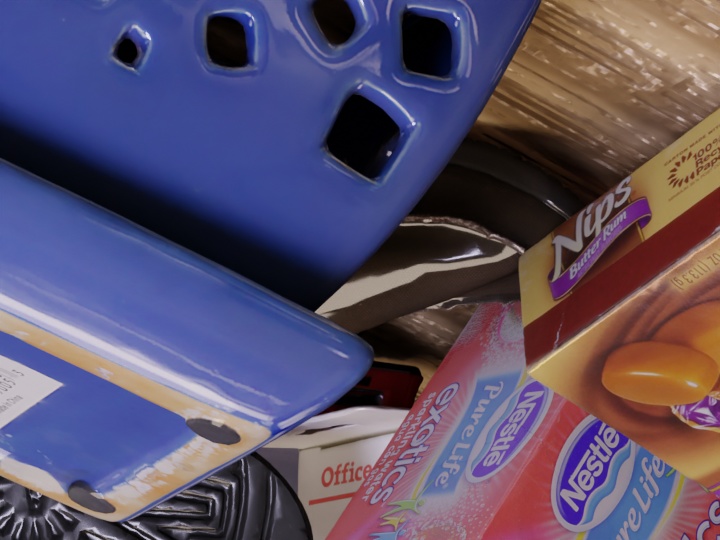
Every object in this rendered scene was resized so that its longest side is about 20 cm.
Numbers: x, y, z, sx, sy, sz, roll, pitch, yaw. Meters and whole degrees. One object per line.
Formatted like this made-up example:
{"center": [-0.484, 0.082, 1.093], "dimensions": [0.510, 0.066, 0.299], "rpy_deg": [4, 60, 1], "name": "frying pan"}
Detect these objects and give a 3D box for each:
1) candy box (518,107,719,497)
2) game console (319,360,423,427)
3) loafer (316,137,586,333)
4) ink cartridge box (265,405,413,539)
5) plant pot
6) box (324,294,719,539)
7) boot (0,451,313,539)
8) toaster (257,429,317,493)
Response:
{"center": [0.162, 0.031, 0.869], "dimensions": [0.200, 0.057, 0.117], "rpy_deg": [31, 128, -29], "name": "candy box"}
{"center": [-0.088, 0.034, 1.065], "dimensions": [0.176, 0.031, 0.200], "rpy_deg": [11, 179, 32], "name": "game console"}
{"center": [0.000, 0.000, 0.955], "dimensions": [0.199, 0.072, 0.073], "rpy_deg": [-1, 150, 40], "name": "loafer"}
{"center": [0.053, 0.098, 1.047], "dimensions": [0.199, 0.068, 0.116], "rpy_deg": [7, 166, -33], "name": "ink cartridge box"}
{"center": [-0.085, -0.042, 0.796], "dimensions": [0.199, 0.180, 0.200], "rpy_deg": [26, 156, -17], "name": "plant pot"}
{"center": [0.064, 0.090, 0.923], "dimensions": [0.103, 0.200, 0.095], "rpy_deg": [48, 147, -19], "name": "box"}
{"center": [-0.106, 0.086, 1.046], "dimensions": [0.210, 0.080, 0.158], "rpy_deg": [15, 178, 13], "name": "boot"}
{"center": [-0.017, 0.132, 1.211], "dimensions": [0.129, 0.114, 0.200], "rpy_deg": [4, 151, 24], "name": "toaster"}
